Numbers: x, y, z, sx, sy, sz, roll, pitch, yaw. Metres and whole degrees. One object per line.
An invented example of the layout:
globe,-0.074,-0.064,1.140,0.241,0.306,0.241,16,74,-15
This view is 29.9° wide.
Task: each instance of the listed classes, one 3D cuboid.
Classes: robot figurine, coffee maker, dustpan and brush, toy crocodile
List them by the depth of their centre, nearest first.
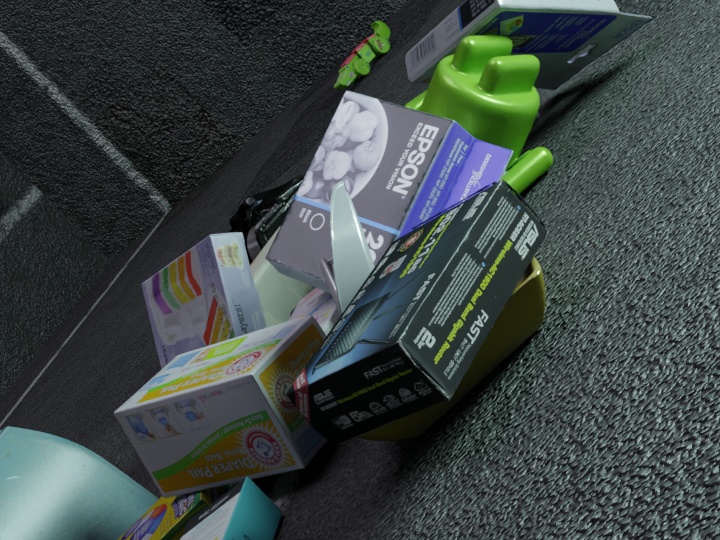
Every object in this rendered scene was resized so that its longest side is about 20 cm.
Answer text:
dustpan and brush,-0.008,0.037,1.173,0.057,0.140,0.201,-15,45,-6
robot figurine,0.114,-0.143,1.407,0.115,0.175,0.202,-13,-47,-42
coffee maker,-0.091,-0.061,1.912,0.191,0.136,0.200,-24,6,-23
toy crocodile,0.004,-0.477,3.009,0.200,0.062,0.067,-51,14,-23

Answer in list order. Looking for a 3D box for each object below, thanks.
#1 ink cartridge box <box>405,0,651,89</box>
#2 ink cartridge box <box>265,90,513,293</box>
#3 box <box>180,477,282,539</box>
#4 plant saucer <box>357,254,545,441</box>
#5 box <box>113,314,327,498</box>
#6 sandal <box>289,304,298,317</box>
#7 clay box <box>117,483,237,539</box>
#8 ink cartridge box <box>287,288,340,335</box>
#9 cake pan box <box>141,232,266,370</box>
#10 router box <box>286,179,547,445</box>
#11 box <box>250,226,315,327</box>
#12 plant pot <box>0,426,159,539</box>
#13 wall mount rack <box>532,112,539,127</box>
ink cartridge box,0.181,-0.256,1.478,0.198,0.044,0.198,-1,-16,-27
ink cartridge box,0.025,-0.064,1.335,0.199,0.043,0.200,20,80,35
box,-0.126,0.264,1.123,0.082,0.049,0.200,-39,14,23
plant saucer,0.077,0.055,1.143,0.200,0.048,0.200,-43,12,9
box,-0.118,0.131,1.281,0.199,0.102,0.112,-18,17,38
sandal,0.000,0.000,1.514,0.199,0.043,0.076,-31,12,15
clay box,-0.193,0.267,1.330,0.200,0.048,0.115,-45,13,3
ink cartridge box,-0.027,0.061,1.405,0.115,0.068,0.201,-35,15,35
cake pan box,-0.181,0.078,1.608,0.052,0.202,0.184,-7,-13,-37
router box,0.045,0.033,1.062,0.149,0.062,0.201,-29,21,48
box,-0.097,0.019,1.702,0.078,0.095,0.200,-34,15,47
plant pot,-0.369,0.290,1.468,0.195,0.200,0.197,-34,16,40
wall mount rack,0.119,-0.138,1.571,0.200,0.075,0.174,-40,-11,15
